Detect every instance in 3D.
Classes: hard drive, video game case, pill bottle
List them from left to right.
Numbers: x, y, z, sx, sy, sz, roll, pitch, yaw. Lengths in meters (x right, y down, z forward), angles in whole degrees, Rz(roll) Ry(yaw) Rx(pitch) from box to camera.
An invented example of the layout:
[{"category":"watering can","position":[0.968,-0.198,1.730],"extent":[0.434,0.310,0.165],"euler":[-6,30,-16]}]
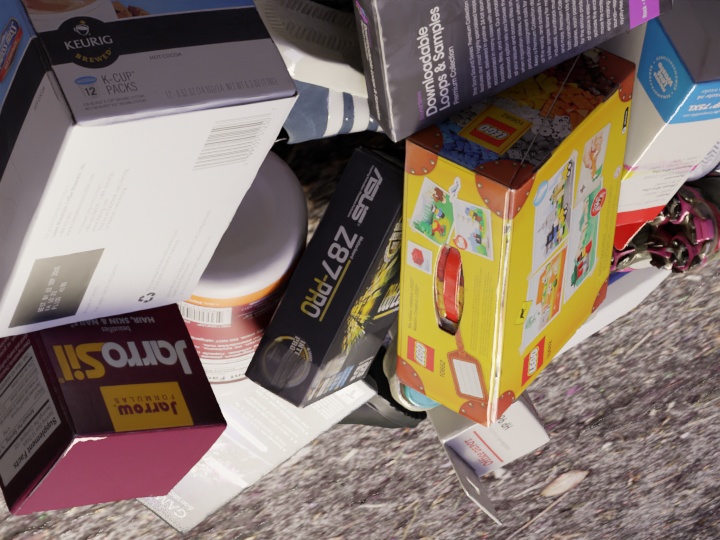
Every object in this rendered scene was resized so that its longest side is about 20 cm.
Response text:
[{"category":"video game case","position":[-0.107,0.102,1.582],"extent":[0.200,0.019,0.143],"euler":[-36,121,19]},{"category":"pill bottle","position":[-0.094,0.008,1.390],"extent":[0.112,0.113,0.200],"euler":[-19,155,-15]},{"category":"hard drive","position":[0.154,0.055,1.751],"extent":[0.199,0.025,0.132],"euler":[-31,171,-15]}]

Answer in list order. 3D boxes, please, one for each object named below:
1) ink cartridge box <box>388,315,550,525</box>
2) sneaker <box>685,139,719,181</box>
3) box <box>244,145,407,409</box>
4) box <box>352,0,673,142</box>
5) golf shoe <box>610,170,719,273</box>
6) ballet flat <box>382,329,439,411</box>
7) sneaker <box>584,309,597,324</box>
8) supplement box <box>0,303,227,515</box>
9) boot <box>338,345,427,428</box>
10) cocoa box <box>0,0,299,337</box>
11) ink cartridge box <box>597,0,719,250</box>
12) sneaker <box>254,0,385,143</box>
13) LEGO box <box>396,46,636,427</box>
[{"category":"ink cartridge box","position":[0.078,0.077,1.583],"extent":[0.068,0.201,0.116],"euler":[-28,156,7]},{"category":"sneaker","position":[0.269,-0.152,1.423],"extent":[0.114,0.075,0.201],"euler":[-5,126,-35]},{"category":"box","position":[0.000,0.000,1.386],"extent":[0.162,0.049,0.200],"euler":[-61,171,7]},{"category":"box","position":[0.087,-0.174,1.219],"extent":[0.199,0.036,0.144],"euler":[-27,137,-17]},{"category":"golf shoe","position":[0.212,-0.037,1.515],"extent":[0.092,0.073,0.200],"euler":[-14,-166,-30]},{"category":"ballet flat","position":[0.067,0.002,1.487],"extent":[0.067,0.062,0.201],"euler":[22,105,-27]},{"category":"sneaker","position":[0.113,-0.002,1.545],"extent":[0.073,0.119,0.200],"euler":[-21,174,-3]},{"category":"supplement box","position":[-0.173,0.033,1.254],"extent":[0.110,0.201,0.086],"euler":[-1,146,-41]},{"category":"boot","position":[-0.059,0.116,1.685],"extent":[0.162,0.074,0.198],"euler":[-38,146,20]},{"category":"cocoa box","position":[-0.143,-0.079,1.147],"extent":[0.133,0.132,0.200],"euler":[-11,152,-30]},{"category":"ink cartridge box","position":[0.171,-0.108,1.408],"extent":[0.067,0.117,0.200],"euler":[-10,150,-32]},{"category":"sneaker","position":[-0.017,-0.106,1.291],"extent":[0.199,0.075,0.084],"euler":[18,131,-44]},{"category":"LEGO box","position":[0.095,-0.028,1.334],"extent":[0.149,0.077,0.201],"euler":[-43,148,-38]}]
